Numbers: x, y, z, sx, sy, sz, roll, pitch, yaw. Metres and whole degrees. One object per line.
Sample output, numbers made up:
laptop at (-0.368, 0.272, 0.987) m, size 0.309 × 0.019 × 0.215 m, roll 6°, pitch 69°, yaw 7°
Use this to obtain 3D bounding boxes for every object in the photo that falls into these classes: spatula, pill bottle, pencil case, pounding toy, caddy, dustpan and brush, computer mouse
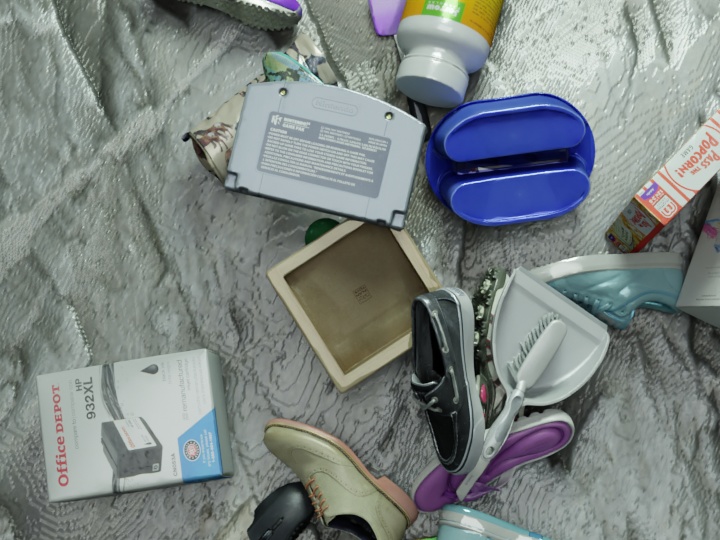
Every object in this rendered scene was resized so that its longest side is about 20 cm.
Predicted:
spatula at (0.054, -0.253, 1.394) m, size 0.056 × 0.021 × 0.202 m, roll -12°, pitch 81°, yaw -3°
pill bottle at (0.106, -0.299, 1.347) m, size 0.110 × 0.111 × 0.201 m, roll 15°, pitch 78°, yaw 6°
pencil case at (-0.114, -0.192, 1.363) m, size 0.200 × 0.089 × 0.078 m, roll -42°, pitch 117°, yaw -7°
pounding toy at (0.000, 0.000, 1.314) m, size 0.183 × 0.142 × 0.201 m, roll -33°, pitch 91°, yaw -2°
caddy at (0.174, -0.127, 1.327) m, size 0.198 × 0.105 × 0.142 m, roll -7°, pitch 104°, yaw 2°
dustpan and brush at (0.179, 0.115, 1.248) m, size 0.139 × 0.057 × 0.201 m, roll 33°, pitch 86°, yaw -11°
computer mouse at (-0.125, 0.320, 1.305) m, size 0.059 × 0.034 × 0.200 m, roll 40°, pitch 86°, yaw 8°

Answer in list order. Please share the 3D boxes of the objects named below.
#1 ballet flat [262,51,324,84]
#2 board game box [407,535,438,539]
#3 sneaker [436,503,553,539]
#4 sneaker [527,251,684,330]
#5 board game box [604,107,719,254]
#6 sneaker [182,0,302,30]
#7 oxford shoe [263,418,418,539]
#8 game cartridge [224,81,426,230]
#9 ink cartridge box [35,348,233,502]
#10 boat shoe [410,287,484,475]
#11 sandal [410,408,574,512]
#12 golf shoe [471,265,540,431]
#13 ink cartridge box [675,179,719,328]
ballet flat at (-0.046, -0.163, 1.277) m, size 0.200 × 0.074 × 0.074 m, roll 39°, pitch 85°, yaw 7°
board game box at (0.021, 0.357, 1.294) m, size 0.198 × 0.030 × 0.096 m, roll -9°, pitch 81°, yaw 4°
sneaker at (0.162, 0.346, 1.249) m, size 0.199 × 0.080 × 0.131 m, roll 20°, pitch 74°, yaw 4°
sneaker at (0.273, 0.027, 1.303) m, size 0.198 × 0.074 × 0.083 m, roll -6°, pitch 77°, yaw -2°
board game box at (0.347, -0.096, 1.260) m, size 0.046 × 0.200 × 0.152 m, roll 44°, pitch 86°, yaw 9°
sneaker at (-0.156, -0.366, 1.402) m, size 0.199 × 0.070 × 0.100 m, roll 20°, pitch 80°, yaw 6°
oxford shoe at (-0.033, 0.239, 1.282) m, size 0.199 × 0.071 × 0.074 m, roll 32°, pitch 53°, yaw 9°
game cartridge at (-0.035, -0.129, 1.232) m, size 0.198 × 0.042 × 0.134 m, roll 14°, pitch 83°, yaw 5°
ink cartridge box at (-0.255, 0.177, 1.311) m, size 0.198 × 0.084 × 0.146 m, roll -9°, pitch 81°, yaw 2°
boat shoe at (0.083, 0.121, 1.211) m, size 0.067 × 0.071 × 0.202 m, roll -11°, pitch 103°, yaw -39°
sandal at (0.144, 0.216, 1.268) m, size 0.202 × 0.083 × 0.050 m, roll -31°, pitch 38°, yaw 8°
golf shoe at (0.159, 0.097, 1.312) m, size 0.087 × 0.077 × 0.202 m, roll 7°, pitch 88°, yaw -8°
ink cartridge box at (0.459, -0.028, 1.265) m, size 0.128 × 0.125 × 0.201 m, roll 24°, pitch 81°, yaw -14°
